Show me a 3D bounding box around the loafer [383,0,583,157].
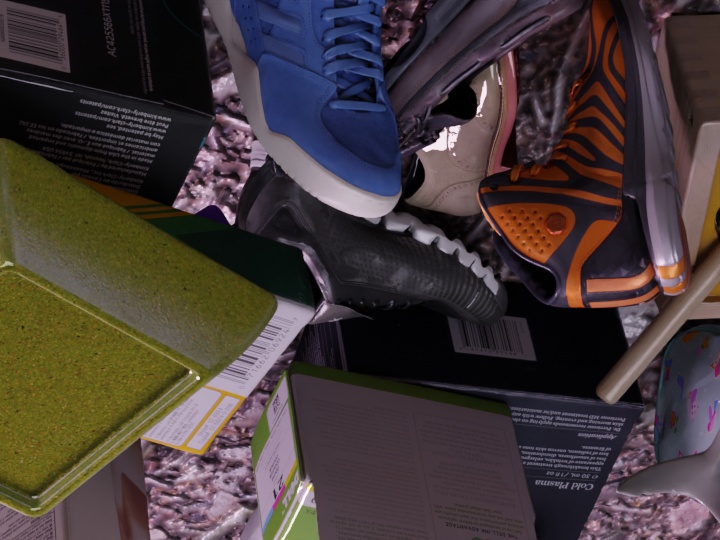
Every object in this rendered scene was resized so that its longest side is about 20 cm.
[{"bbox_3d":[0.047,-0.104,1.369,0.063,0.072,0.200,39,131,0],"label":"loafer"}]

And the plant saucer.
[{"bbox_3d":[-0.173,0.047,1.280,0.200,0.048,0.200,-39,131,24],"label":"plant saucer"}]

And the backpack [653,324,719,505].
[{"bbox_3d":[0.272,0.098,1.597,0.126,0.200,0.167,15,91,-17],"label":"backpack"}]

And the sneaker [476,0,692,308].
[{"bbox_3d":[0.117,-0.069,1.405,0.112,0.200,0.078,-10,147,11],"label":"sneaker"}]

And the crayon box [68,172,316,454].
[{"bbox_3d":[-0.142,0.018,1.330,0.200,0.052,0.126,18,128,-29],"label":"crayon box"}]

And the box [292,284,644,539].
[{"bbox_3d":[0.053,0.104,1.618,0.200,0.104,0.182,7,130,-16],"label":"box"}]

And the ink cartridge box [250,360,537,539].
[{"bbox_3d":[0.023,0.158,1.453,0.148,0.200,0.076,12,129,-19],"label":"ink cartridge box"}]

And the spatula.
[{"bbox_3d":[-0.055,-0.048,1.425,0.021,0.200,0.057,15,142,37],"label":"spatula"}]

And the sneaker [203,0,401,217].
[{"bbox_3d":[-0.012,-0.130,1.320,0.077,0.200,0.111,11,131,-38],"label":"sneaker"}]

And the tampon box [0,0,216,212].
[{"bbox_3d":[-0.178,-0.071,1.377,0.126,0.150,0.200,12,130,-22],"label":"tampon box"}]

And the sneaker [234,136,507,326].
[{"bbox_3d":[0.000,0.000,1.512,0.200,0.066,0.091,31,77,-29],"label":"sneaker"}]

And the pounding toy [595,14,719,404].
[{"bbox_3d":[0.235,-0.037,1.488,0.200,0.142,0.184,-3,133,-8],"label":"pounding toy"}]

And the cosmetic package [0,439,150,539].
[{"bbox_3d":[-0.192,0.182,1.581,0.103,0.200,0.087,-33,129,21],"label":"cosmetic package"}]

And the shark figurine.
[{"bbox_3d":[0.237,0.052,1.462,0.089,0.128,0.214,31,135,-14],"label":"shark figurine"}]

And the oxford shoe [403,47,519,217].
[{"bbox_3d":[0.053,-0.104,1.445,0.075,0.071,0.200,-1,132,1],"label":"oxford shoe"}]

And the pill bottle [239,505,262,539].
[{"bbox_3d":[0.026,0.208,1.563,0.200,0.111,0.111,12,130,-19],"label":"pill bottle"}]
